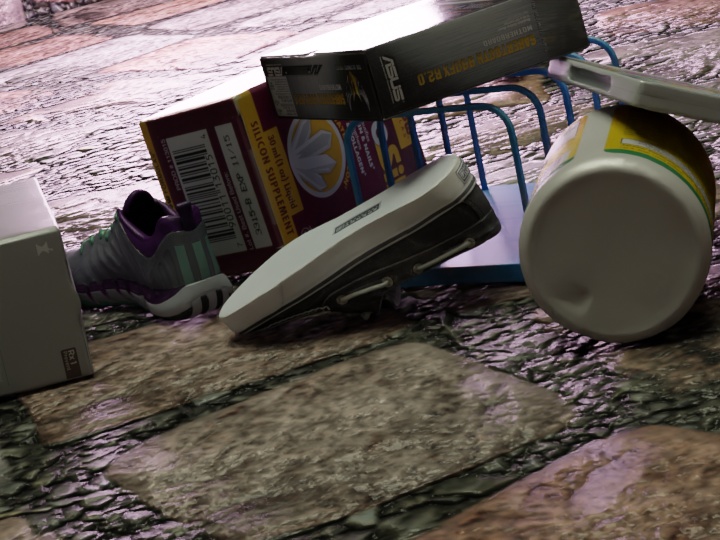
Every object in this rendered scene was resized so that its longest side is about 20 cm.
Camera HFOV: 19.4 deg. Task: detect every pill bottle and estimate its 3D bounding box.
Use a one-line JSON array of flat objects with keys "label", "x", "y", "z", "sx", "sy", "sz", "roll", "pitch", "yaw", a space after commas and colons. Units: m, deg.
[{"label": "pill bottle", "x": 0.161, "y": -0.038, "z": 1.289, "sx": 0.112, "sy": 0.114, "sz": 0.200, "roll": -9, "pitch": 15, "yaw": 13}]

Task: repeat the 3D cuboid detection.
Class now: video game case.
[{"label": "video game case", "x": 0.210, "y": -0.107, "z": 1.322, "sx": 0.142, "sy": 0.018, "sz": 0.200, "roll": 11, "pitch": 8, "yaw": -12}]

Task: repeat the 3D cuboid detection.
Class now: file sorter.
[{"label": "file sorter", "x": 0.096, "y": -0.079, "z": 1.470, "sx": 0.138, "sy": 0.124, "sz": 0.200, "roll": -3, "pitch": 17, "yaw": 30}]

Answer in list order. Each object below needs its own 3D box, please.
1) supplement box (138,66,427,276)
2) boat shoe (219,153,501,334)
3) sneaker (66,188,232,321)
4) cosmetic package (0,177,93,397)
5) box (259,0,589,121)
[{"label": "supplement box", "x": -0.053, "y": -0.088, "z": 1.586, "sx": 0.103, "sy": 0.132, "sz": 0.200, "roll": -11, "pitch": 14, "yaw": 38}, {"label": "boat shoe", "x": 0.000, "y": 0.000, "z": 1.373, "sx": 0.199, "sy": 0.068, "sz": 0.072, "roll": -31, "pitch": 17, "yaw": 18}, {"label": "sneaker", "x": -0.162, "y": -0.021, "z": 1.530, "sx": 0.074, "sy": 0.088, "sz": 0.199, "roll": -23, "pitch": 19, "yaw": -35}, {"label": "cosmetic package", "x": -0.242, "y": 0.009, "z": 1.452, "sx": 0.089, "sy": 0.108, "sz": 0.200, "roll": -14, "pitch": 13, "yaw": -7}, {"label": "box", "x": 0.038, "y": -0.148, "z": 1.431, "sx": 0.157, "sy": 0.049, "sz": 0.200, "roll": -21, "pitch": 12, "yaw": -21}]
